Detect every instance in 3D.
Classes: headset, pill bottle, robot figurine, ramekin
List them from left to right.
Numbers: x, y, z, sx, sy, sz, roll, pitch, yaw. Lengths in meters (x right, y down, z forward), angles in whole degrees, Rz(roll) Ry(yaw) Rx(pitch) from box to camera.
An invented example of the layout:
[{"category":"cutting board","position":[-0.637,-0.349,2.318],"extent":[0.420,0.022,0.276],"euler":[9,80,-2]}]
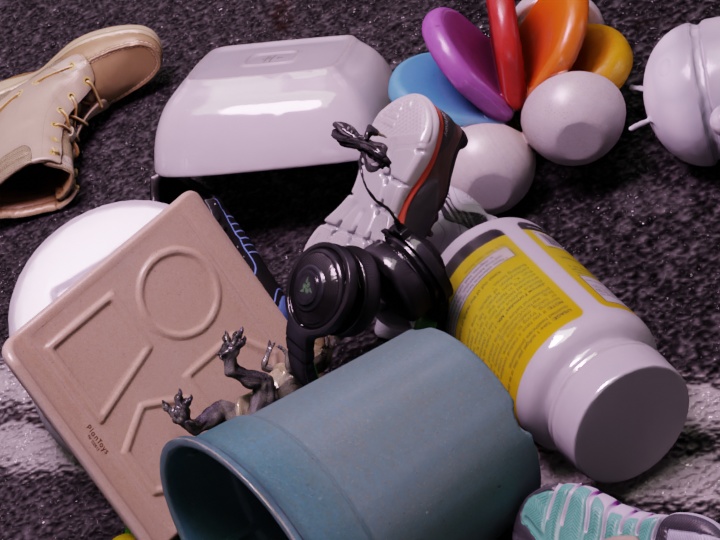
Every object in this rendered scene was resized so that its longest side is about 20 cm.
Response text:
[{"category":"ramekin","position":[-0.170,0.045,1.664],"extent":[0.199,0.098,0.201],"euler":[-5,63,10]},{"category":"headset","position":[0.000,0.000,1.536],"extent":[0.123,0.201,0.094],"euler":[-15,34,-32]},{"category":"pill bottle","position":[0.138,0.056,1.552],"extent":[0.114,0.115,0.200],"euler":[-30,40,-10]},{"category":"robot figurine","position":[0.306,-0.144,1.699],"extent":[0.199,0.113,0.170],"euler":[-10,18,14]}]

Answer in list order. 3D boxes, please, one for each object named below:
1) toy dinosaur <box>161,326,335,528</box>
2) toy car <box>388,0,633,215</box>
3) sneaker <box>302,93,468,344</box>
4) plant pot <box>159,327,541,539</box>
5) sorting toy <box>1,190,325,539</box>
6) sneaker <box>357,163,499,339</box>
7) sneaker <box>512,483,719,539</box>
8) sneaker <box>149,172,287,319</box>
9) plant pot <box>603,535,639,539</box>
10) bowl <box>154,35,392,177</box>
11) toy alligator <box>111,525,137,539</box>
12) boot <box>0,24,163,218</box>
[{"category":"toy dinosaur","position":[-0.084,0.097,1.538],"extent":[0.047,0.088,0.200],"euler":[4,56,52]},{"category":"toy car","position":[0.110,-0.157,1.755],"extent":[0.199,0.150,0.175],"euler":[-29,38,18]},{"category":"sneaker","position":[0.025,-0.028,1.621],"extent":[0.077,0.082,0.201],"euler":[37,102,42]},{"category":"plant pot","position":[0.003,0.148,1.464],"extent":[0.196,0.201,0.200],"euler":[-32,40,-24]},{"category":"sorting toy","position":[-0.137,0.071,1.559],"extent":[0.200,0.185,0.036],"euler":[-43,16,-29]},{"category":"sneaker","position":[0.034,-0.018,1.710],"extent":[0.115,0.075,0.200],"euler":[-35,44,-18]},{"category":"sneaker","position":[0.181,0.186,1.387],"extent":[0.200,0.087,0.075],"euler":[8,80,55]},{"category":"sneaker","position":[-0.121,-0.011,1.769],"extent":[0.070,0.078,0.200],"euler":[-31,40,-11]},{"category":"plant pot","position":[0.147,0.261,1.245],"extent":[0.200,0.201,0.184],"euler":[15,55,36]},{"category":"bowl","position":[-0.069,-0.144,1.835],"extent":[0.199,0.075,0.200],"euler":[-4,17,11]},{"category":"toy alligator","position":[-0.148,0.246,1.511],"extent":[0.054,0.059,0.200],"euler":[-36,40,4]},{"category":"boot","position":[-0.260,-0.132,1.970],"extent":[0.199,0.073,0.156],"euler":[-23,39,1]}]
